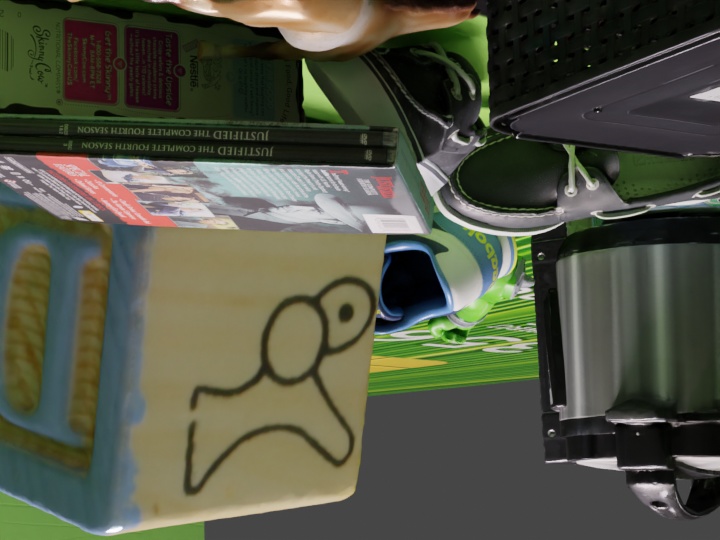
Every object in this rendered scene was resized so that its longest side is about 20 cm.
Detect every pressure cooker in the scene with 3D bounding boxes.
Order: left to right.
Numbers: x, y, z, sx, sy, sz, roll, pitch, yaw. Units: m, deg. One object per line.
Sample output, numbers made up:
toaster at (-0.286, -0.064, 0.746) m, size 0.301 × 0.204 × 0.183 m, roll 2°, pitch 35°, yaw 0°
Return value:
pressure cooker at (0.221, 0.071, 1.120) m, size 0.175 × 0.202 × 0.179 m, roll 1°, pitch 172°, yaw -18°

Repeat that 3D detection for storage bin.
storage bin at (0.148, -0.109, 0.595) m, size 0.134 × 0.095 × 0.200 m, roll 4°, pitch 169°, yaw -30°

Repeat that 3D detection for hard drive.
hard drive at (0.185, 0.056, 1.310) m, size 0.038 × 0.202 × 0.139 m, roll -9°, pitch 168°, yaw 29°

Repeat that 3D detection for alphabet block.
alphabet block at (-0.125, 0.039, 1.001) m, size 0.196 × 0.197 × 0.199 m, roll 15°, pitch -170°, yaw 43°

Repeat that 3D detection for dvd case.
dvd case at (-0.071, -0.043, 0.765) m, size 0.198 × 0.022 × 0.146 m, roll 4°, pitch 170°, yaw 10°

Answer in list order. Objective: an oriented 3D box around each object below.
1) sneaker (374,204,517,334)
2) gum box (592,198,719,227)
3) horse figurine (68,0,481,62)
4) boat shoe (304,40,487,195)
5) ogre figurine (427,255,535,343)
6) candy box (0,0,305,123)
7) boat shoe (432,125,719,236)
sneaker at (0.000, 0.000, 1.061) m, size 0.199 × 0.074 × 0.082 m, roll -9°, pitch -155°, yaw 32°
gum box at (0.248, -0.056, 1.108) m, size 0.169 × 0.045 × 0.200 m, roll -2°, pitch 172°, yaw 5°
horse figurine at (-0.035, -0.116, 0.665) m, size 0.132 × 0.050 × 0.200 m, roll 2°, pitch 175°, yaw 18°
boat shoe at (0.028, -0.085, 0.823) m, size 0.068 × 0.072 × 0.200 m, roll -39°, pitch 164°, yaw 5°
ogre figurine at (0.039, -0.013, 1.149) m, size 0.119 × 0.098 × 0.200 m, roll -17°, pitch 118°, yaw 43°
candy box at (-0.144, -0.084, 0.812) m, size 0.199 × 0.061 × 0.136 m, roll 2°, pitch 170°, yaw -26°
boat shoe at (0.141, -0.066, 0.955) m, size 0.199 × 0.076 × 0.060 m, roll -12°, pitch 175°, yaw -15°
